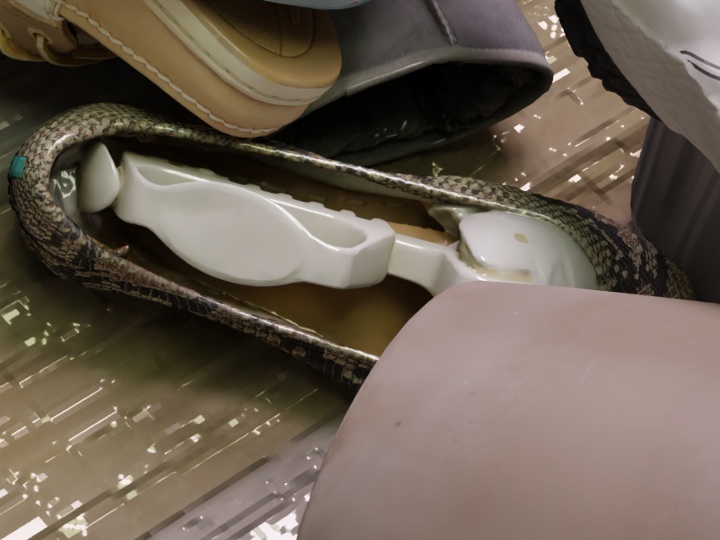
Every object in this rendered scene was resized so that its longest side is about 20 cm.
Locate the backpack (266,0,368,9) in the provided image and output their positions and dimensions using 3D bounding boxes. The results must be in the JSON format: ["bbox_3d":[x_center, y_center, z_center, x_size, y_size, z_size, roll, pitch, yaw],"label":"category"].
[{"bbox_3d":[-0.021,-0.167,0.808,0.167,0.127,0.200,7,37,-6],"label":"backpack"}]

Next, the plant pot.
[{"bbox_3d":[0.082,0.086,0.713,0.173,0.200,0.200,22,50,21],"label":"plant pot"}]

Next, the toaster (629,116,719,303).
[{"bbox_3d":[0.168,-0.020,0.836,0.200,0.129,0.114,42,56,17],"label":"toaster"}]

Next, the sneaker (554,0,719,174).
[{"bbox_3d":[0.095,-0.070,0.752,0.072,0.072,0.200,-26,49,-7],"label":"sneaker"}]

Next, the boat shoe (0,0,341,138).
[{"bbox_3d":[-0.083,-0.092,0.848,0.074,0.069,0.200,2,36,-49],"label":"boat shoe"}]

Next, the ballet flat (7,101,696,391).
[{"bbox_3d":[0.000,0.000,0.806,0.200,0.075,0.068,15,89,-5],"label":"ballet flat"}]

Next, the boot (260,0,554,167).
[{"bbox_3d":[0.007,-0.135,0.911,0.182,0.073,0.200,-24,57,-14],"label":"boot"}]
